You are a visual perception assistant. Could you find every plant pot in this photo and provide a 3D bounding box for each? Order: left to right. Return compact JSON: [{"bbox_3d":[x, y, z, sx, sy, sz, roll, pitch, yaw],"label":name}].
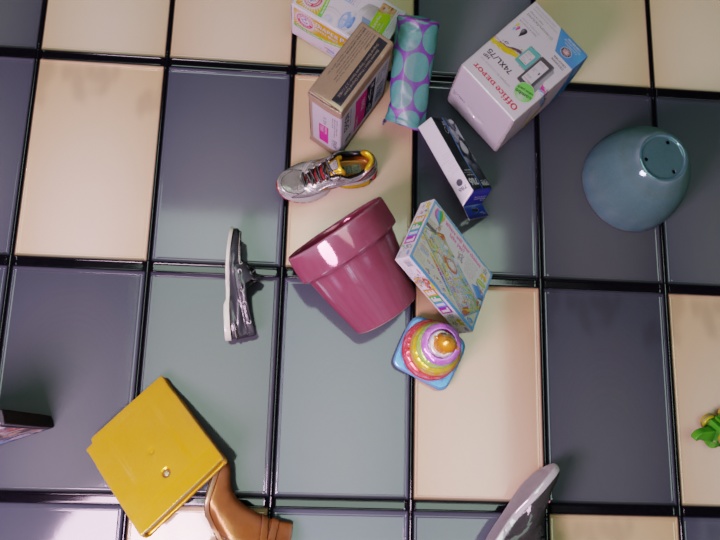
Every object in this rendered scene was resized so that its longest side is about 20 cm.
[{"bbox_3d":[0.000,0.000,1.223,0.198,0.200,0.181,-34,99,-10],"label":"plant pot"},{"bbox_3d":[0.538,-0.189,1.320,0.196,0.135,0.204,1,79,-4],"label":"plant pot"}]

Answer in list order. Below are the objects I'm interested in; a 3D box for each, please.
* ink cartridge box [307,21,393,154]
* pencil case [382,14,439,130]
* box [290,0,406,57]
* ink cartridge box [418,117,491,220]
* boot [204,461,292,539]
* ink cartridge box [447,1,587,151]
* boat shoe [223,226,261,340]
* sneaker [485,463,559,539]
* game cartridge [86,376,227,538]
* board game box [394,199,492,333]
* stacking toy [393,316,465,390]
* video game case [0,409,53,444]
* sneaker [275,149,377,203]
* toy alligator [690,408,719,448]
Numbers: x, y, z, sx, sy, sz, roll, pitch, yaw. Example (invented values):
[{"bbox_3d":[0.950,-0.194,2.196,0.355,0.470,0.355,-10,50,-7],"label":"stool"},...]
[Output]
[{"bbox_3d":[-0.020,-0.321,1.272,0.075,0.200,0.166,33,78,4],"label":"ink cartridge box"},{"bbox_3d":[0.095,-0.370,1.311,0.083,0.093,0.204,7,109,-1],"label":"pencil case"},{"bbox_3d":[-0.026,-0.480,1.355,0.198,0.101,0.114,32,77,3],"label":"box"},{"bbox_3d":[0.188,-0.194,1.315,0.039,0.099,0.202,-32,82,31],"label":"ink cartridge box"},{"bbox_3d":[-0.189,0.421,1.179,0.152,0.074,0.204,6,77,-11],"label":"boot"},{"bbox_3d":[0.292,-0.364,1.331,0.200,0.146,0.147,-42,83,-11],"label":"ink cartridge box"},{"bbox_3d":[-0.210,0.023,1.251,0.065,0.075,0.204,1,79,-6],"label":"boat shoe"},{"bbox_3d":[0.303,0.437,1.209,0.099,0.071,0.201,38,84,2],"label":"sneaker"},{"bbox_3d":[-0.345,0.307,1.173,0.176,0.033,0.200,-41,61,-10],"label":"game cartridge"},{"bbox_3d":[0.152,-0.005,1.230,0.200,0.034,0.136,48,52,-27],"label":"board game box"},{"bbox_3d":[0.131,0.129,1.190,0.115,0.200,0.111,27,78,3],"label":"stacking toy"},{"bbox_3d":[-0.611,0.265,1.106,0.178,0.200,0.026,-18,77,-8],"label":"video game case"},{"bbox_3d":[-0.063,-0.186,1.301,0.197,0.082,0.079,-18,80,-7],"label":"sneaker"},{"bbox_3d":[0.690,0.280,1.278,0.197,0.059,0.055,-21,122,-9],"label":"toy alligator"}]
